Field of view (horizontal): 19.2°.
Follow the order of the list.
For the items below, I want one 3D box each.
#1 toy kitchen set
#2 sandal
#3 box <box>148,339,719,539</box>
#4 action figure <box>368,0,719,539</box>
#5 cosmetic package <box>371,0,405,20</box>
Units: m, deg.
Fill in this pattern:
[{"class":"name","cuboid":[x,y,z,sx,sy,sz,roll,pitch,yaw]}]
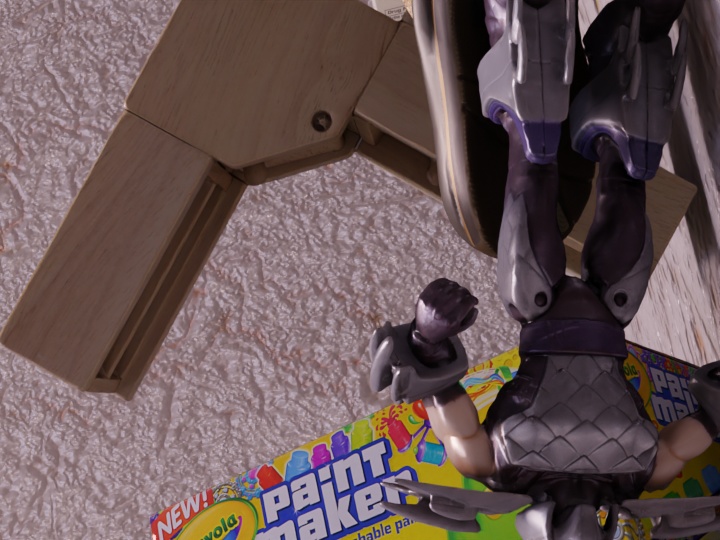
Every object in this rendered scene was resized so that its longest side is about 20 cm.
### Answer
[{"class":"toy kitchen set","cuboid":[0.000,0.000,0.848,0.181,0.199,0.163,-61,-5,-2]},{"class":"sandal","cuboid":[0.044,-0.105,0.725,0.054,0.081,0.201,5,99,54]},{"class":"box","cuboid":[0.049,0.152,0.773,0.122,0.199,0.194,19,-129,-51]},{"class":"action figure","cuboid":[0.065,0.007,0.655,0.069,0.129,0.201,147,127,-66]},{"class":"cosmetic package","cuboid":[0.077,-0.195,2.045,0.071,0.105,0.201,-95,-7,-76]}]
